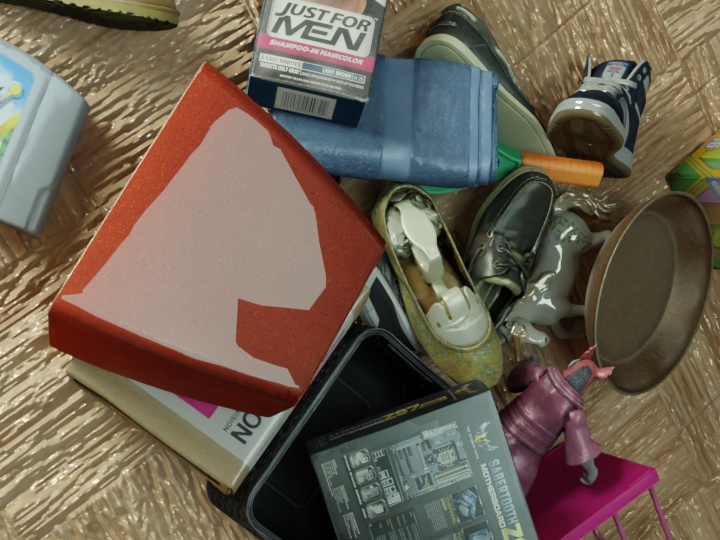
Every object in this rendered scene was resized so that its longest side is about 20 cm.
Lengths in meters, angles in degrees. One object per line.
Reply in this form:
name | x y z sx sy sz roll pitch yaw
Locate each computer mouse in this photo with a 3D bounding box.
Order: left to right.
computer mouse | 0.000 0.000 1.194 0.044 0.110 0.200 -25 116 14

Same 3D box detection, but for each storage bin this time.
storage bin | -0.020 0.156 1.183 0.135 0.094 0.200 41 75 -24

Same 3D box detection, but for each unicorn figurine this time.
unicorn figurine | 0.193 0.015 1.306 0.137 0.074 0.201 19 68 -27

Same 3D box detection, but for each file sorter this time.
file sorter | 0.180 0.275 1.271 0.200 0.139 0.126 -30 108 -23

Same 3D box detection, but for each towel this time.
towel | 0.019 -0.129 1.163 0.199 0.049 0.112 6 74 -7

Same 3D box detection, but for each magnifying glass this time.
magnifying glass | 0.124 -0.098 1.238 0.199 0.022 0.080 5 130 -13

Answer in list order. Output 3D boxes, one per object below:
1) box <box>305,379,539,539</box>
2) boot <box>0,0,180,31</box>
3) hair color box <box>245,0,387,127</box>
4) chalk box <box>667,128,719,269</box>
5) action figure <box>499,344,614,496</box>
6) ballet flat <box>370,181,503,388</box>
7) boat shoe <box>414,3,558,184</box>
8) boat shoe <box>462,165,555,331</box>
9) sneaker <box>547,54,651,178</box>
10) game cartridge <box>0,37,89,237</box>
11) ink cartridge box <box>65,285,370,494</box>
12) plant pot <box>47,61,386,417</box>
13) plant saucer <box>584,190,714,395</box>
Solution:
box | 0.060 0.209 1.115 0.157 0.051 0.201 -20 99 -4
boot | -0.212 -0.300 1.067 0.175 0.066 0.201 9 88 -28
hair color box | -0.028 -0.228 1.127 0.100 0.061 0.201 11 72 -5
chalk box | 0.429 -0.077 1.343 0.124 0.200 0.124 -38 110 -20
action figure | 0.142 0.139 1.223 0.200 0.134 0.149 -50 147 9
ballet flat | 0.067 0.010 1.179 0.071 0.071 0.200 -20 77 -25
boat shoe | 0.129 -0.157 1.256 0.200 0.072 0.068 49 43 -28
boat shoe | 0.125 0.003 1.234 0.072 0.066 0.201 24 102 -29
sneaker | 0.224 -0.160 1.262 0.200 0.070 0.109 31 71 -70
game cartridge | -0.314 -0.123 1.042 0.200 0.040 0.134 23 79 -27
ink cartridge box | -0.113 0.053 1.104 0.165 0.075 0.200 34 76 2
plant pot | -0.098 0.003 0.986 0.176 0.200 0.200 32 75 -5
plant saucer | 0.271 0.019 1.301 0.200 0.037 0.201 -18 117 -41
